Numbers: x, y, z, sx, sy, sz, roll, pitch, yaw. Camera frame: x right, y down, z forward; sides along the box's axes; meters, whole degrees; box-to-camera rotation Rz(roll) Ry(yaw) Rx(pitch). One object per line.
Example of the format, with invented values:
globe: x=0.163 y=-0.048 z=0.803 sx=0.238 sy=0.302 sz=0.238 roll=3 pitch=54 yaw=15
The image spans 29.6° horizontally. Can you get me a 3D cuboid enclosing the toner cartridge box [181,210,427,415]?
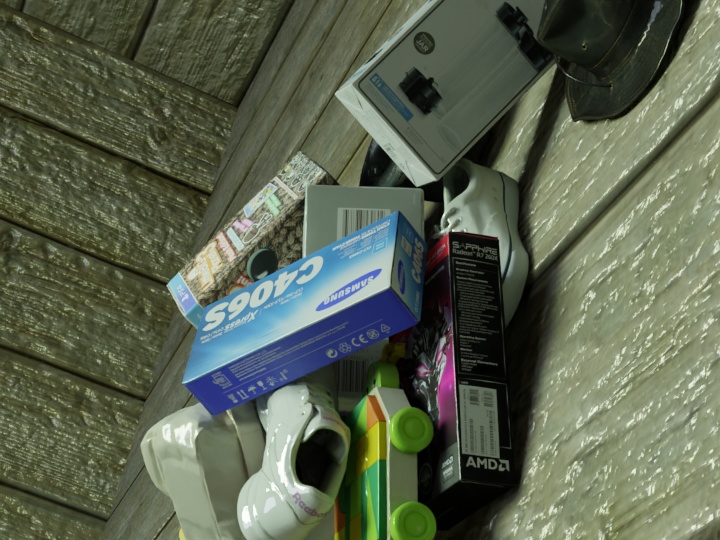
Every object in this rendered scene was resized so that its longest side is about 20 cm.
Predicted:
toner cartridge box: x=-0.044 y=0.035 z=1.067 sx=0.199 sy=0.043 sz=0.095 roll=-26 pitch=32 yaw=24

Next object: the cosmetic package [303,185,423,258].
cosmetic package: x=0.000 y=0.000 z=1.232 sx=0.200 sy=0.106 sz=0.091 roll=91 pitch=180 yaw=-67

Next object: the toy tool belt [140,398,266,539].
toy tool belt: x=-0.092 y=0.186 z=1.156 sx=0.124 sy=0.202 sz=0.123 roll=6 pitch=30 yaw=43

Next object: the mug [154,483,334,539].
mug: x=-0.086 y=0.218 z=1.299 sx=0.154 sy=0.186 sz=0.149 roll=-58 pitch=30 yaw=4

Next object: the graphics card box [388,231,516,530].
graphics card box: x=0.066 y=0.086 z=1.047 sx=0.126 sy=0.050 sz=0.202 roll=133 pitch=141 yaw=-56

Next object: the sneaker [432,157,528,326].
sneaker: x=0.095 y=-0.021 z=1.156 sx=0.201 sy=0.070 sz=0.073 roll=-88 pitch=24 yaw=-53

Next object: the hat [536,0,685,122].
hat: x=0.187 y=-0.214 z=1.073 sx=0.202 sy=0.080 sz=0.201 roll=-60 pitch=14 yaw=27

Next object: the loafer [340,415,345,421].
loafer: x=-0.018 y=0.105 z=1.451 sx=0.071 sy=0.073 sz=0.201 roll=-47 pitch=27 yaw=31

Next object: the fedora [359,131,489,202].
fedora: x=0.074 y=-0.132 z=1.382 sx=0.201 sy=0.091 sz=0.202 roll=-158 pitch=90 yaw=-78

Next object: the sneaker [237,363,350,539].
sneaker: x=-0.035 y=0.122 z=1.053 sx=0.100 sy=0.074 sz=0.201 roll=-42 pitch=29 yaw=37

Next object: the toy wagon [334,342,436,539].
toy wagon: x=0.013 y=0.151 z=1.034 sx=0.155 sy=0.039 sz=0.202 roll=128 pitch=145 yaw=-61

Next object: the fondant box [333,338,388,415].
fondant box: x=-0.022 y=0.099 z=1.263 sx=0.200 sy=0.143 sz=0.059 roll=154 pitch=120 yaw=-71

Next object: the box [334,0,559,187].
box: x=0.089 y=-0.184 z=1.198 sx=0.200 sy=0.117 sz=0.060 roll=-44 pitch=8 yaw=-12

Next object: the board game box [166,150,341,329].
board game box: x=-0.068 y=0.011 z=1.394 sx=0.200 sy=0.159 sz=0.097 roll=-45 pitch=25 yaw=0
